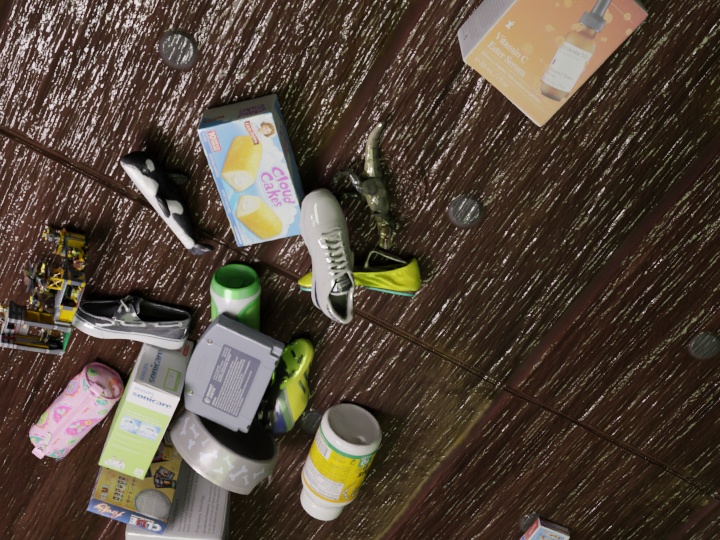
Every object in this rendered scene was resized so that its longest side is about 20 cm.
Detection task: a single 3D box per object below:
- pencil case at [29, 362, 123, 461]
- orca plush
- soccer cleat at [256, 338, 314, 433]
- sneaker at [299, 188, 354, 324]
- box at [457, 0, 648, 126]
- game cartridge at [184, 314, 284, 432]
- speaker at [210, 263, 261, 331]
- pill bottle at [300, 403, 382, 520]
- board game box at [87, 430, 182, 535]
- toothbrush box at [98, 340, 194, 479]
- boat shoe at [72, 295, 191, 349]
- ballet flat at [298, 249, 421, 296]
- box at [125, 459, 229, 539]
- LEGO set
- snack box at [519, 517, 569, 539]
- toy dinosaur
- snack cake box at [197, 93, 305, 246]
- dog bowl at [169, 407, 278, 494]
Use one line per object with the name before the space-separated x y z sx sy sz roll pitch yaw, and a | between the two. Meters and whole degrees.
pencil case | -0.496 0.247 1.674 0.087 0.088 0.200 37 116 -21
orca plush | -0.276 -0.111 1.447 0.071 0.105 0.201 -41 115 -10
soccer cleat | -0.115 0.197 1.661 0.082 0.065 0.203 1 125 -37
sneaker | -0.040 -0.022 1.428 0.075 0.081 0.204 -15 113 -13
box | 0.249 -0.326 1.274 0.151 0.107 0.200 33 118 -19
game cartridge | -0.210 0.165 1.541 0.131 0.041 0.202 22 125 -6
speaker | -0.203 0.094 1.568 0.086 0.089 0.204 4 124 -2
pill bottle | -0.042 0.346 1.714 0.110 0.114 0.203 16 122 -9
board game box | -0.383 0.350 1.670 0.133 0.202 0.035 23 122 -13
toothbrush box | -0.359 0.223 1.619 0.085 0.147 0.202 20 121 -12
boat shoe | -0.373 0.073 1.566 0.196 0.072 0.069 15 125 -12
ballet flat | 0.000 0.000 1.525 0.195 0.067 0.069 3 103 -4
box | -0.326 0.474 1.751 0.167 0.202 0.202 4 124 -4
LEGO set | -0.502 0.030 1.492 0.114 0.156 0.201 11 132 -27
snack box | 0.331 0.571 1.907 0.071 0.025 0.202 22 121 -12
toy dinosaur | 0.004 -0.125 1.449 0.086 0.048 0.204 -9 121 -1
snack cake box | -0.153 -0.145 1.422 0.112 0.068 0.203 -10 123 9
dog bowl | -0.225 0.290 1.638 0.198 0.201 0.059 31 104 -18
